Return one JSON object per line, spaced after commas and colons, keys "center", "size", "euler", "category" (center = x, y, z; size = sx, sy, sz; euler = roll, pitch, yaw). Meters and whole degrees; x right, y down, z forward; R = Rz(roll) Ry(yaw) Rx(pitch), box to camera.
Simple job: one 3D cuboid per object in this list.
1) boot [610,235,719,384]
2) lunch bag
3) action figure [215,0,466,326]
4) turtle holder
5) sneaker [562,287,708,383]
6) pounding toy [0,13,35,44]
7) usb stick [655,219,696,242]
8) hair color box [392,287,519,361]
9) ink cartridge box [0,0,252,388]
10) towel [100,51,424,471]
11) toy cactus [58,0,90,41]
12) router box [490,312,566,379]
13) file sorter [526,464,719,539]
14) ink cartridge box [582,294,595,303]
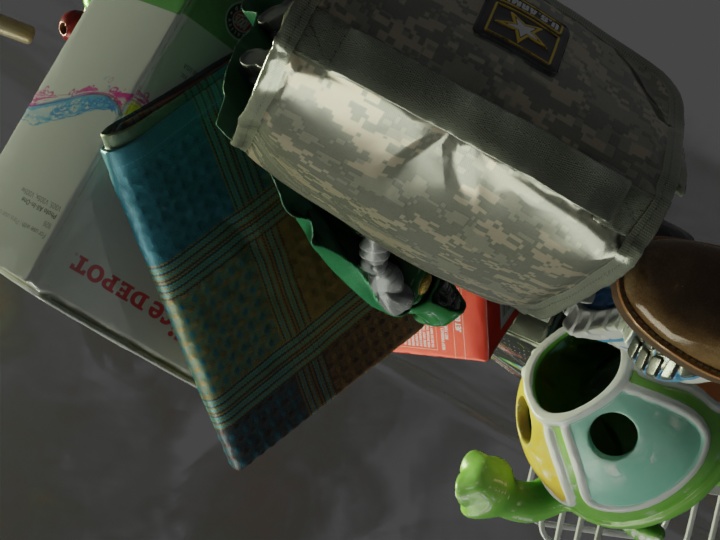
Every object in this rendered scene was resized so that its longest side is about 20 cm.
{"center": [0.224, 0.027, 1.027], "size": [0.199, 0.074, 0.075], "euler": [23, 160, -8], "category": "boot"}
{"center": [0.039, -0.063, 0.831], "size": [0.163, 0.118, 0.200], "euler": [30, 178, -5], "category": "lunch bag"}
{"center": [0.001, -0.043, 1.008], "size": [0.054, 0.119, 0.200], "euler": [-7, 134, 30], "category": "action figure"}
{"center": [0.155, 0.093, 1.330], "size": [0.184, 0.142, 0.132], "euler": [-11, 149, 34], "category": "turtle holder"}
{"center": [0.191, 0.029, 1.168], "size": [0.086, 0.075, 0.200], "euler": [23, -177, -15], "category": "sneaker"}
{"center": [-0.400, -0.213, 1.594], "size": [0.200, 0.143, 0.184], "euler": [37, 179, 34], "category": "pounding toy"}
{"center": [0.091, -0.048, 1.068], "size": [0.199, 0.033, 0.056], "euler": [29, -165, -9], "category": "usb stick"}
{"center": [0.000, 0.000, 1.269], "size": [0.198, 0.062, 0.102], "euler": [6, -153, 22], "category": "hair color box"}
{"center": [-0.097, -0.059, 1.063], "size": [0.087, 0.201, 0.145], "euler": [22, 172, 45], "category": "ink cartridge box"}
{"center": [-0.045, -0.017, 1.040], "size": [0.022, 0.146, 0.201], "euler": [18, 135, 48], "category": "towel"}
{"center": [-0.116, -0.121, 1.227], "size": [0.199, 0.103, 0.165], "euler": [23, -171, -45], "category": "toy cactus"}
{"center": [0.134, 0.042, 1.480], "size": [0.149, 0.062, 0.200], "euler": [22, 171, 40], "category": "router box"}
{"center": [0.216, 0.178, 1.559], "size": [0.138, 0.126, 0.200], "euler": [9, -167, -11], "category": "file sorter"}
{"center": [0.039, -0.040, 1.167], "size": [0.108, 0.051, 0.200], "euler": [10, -167, -40], "category": "ink cartridge box"}
